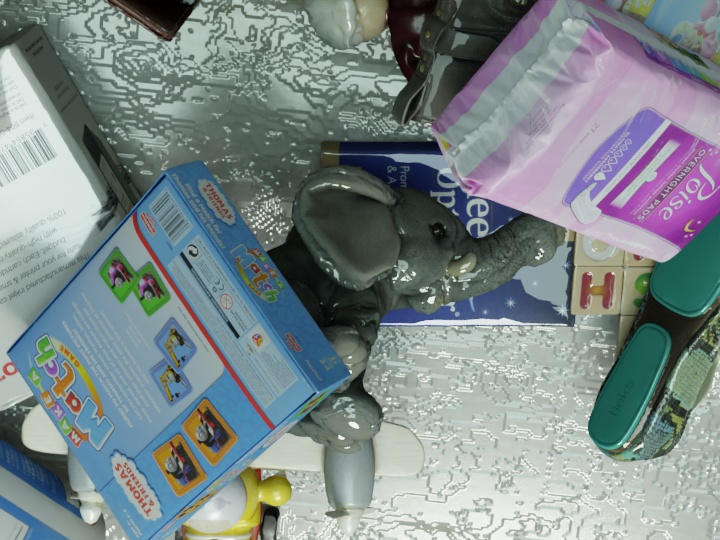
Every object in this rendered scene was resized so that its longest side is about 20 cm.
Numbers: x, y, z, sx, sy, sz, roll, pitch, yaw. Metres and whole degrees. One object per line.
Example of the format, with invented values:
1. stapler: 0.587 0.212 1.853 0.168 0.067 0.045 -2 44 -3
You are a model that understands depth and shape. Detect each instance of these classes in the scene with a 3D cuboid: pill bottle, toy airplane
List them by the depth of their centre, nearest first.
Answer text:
1. pill bottle: -0.271 0.150 1.204 0.112 0.112 0.200 -41 124 12
2. toy airplane: -0.088 0.115 1.207 0.200 0.141 0.199 -39 102 12

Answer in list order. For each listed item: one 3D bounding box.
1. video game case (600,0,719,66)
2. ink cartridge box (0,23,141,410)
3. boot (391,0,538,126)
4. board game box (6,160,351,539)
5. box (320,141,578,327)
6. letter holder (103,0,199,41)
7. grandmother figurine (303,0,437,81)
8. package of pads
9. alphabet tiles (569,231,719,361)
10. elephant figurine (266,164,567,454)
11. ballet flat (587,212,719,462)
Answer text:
1. video game case: 0.228 -0.189 1.116 0.200 0.017 0.143 13 111 -40
2. ink cartridge box: -0.223 -0.032 1.194 0.145 0.084 0.200 -27 104 9
3. boot: 0.114 -0.165 1.108 0.200 0.069 0.174 -5 112 -21
4. board game box: -0.112 0.054 1.086 0.200 0.037 0.151 -43 78 39
5. box: 0.074 -0.024 1.219 0.200 0.032 0.121 -1 107 0
6. letter holder: -0.162 -0.238 1.100 0.200 0.142 0.101 35 104 -9
7. grandmother figurine: 0.063 -0.156 1.169 0.200 0.061 0.121 6 79 2
8. package of pads: 0.145 -0.080 1.083 0.200 0.076 0.121 17 124 -46
9. alphabet tiles: 0.237 -0.019 1.214 0.200 0.008 0.167 0 107 -8
10. elephant figurine: 0.000 0.000 1.142 0.155 0.141 0.200 47 66 -33
11. ballet flat: 0.213 0.034 1.198 0.074 0.074 0.200 27 103 -7
